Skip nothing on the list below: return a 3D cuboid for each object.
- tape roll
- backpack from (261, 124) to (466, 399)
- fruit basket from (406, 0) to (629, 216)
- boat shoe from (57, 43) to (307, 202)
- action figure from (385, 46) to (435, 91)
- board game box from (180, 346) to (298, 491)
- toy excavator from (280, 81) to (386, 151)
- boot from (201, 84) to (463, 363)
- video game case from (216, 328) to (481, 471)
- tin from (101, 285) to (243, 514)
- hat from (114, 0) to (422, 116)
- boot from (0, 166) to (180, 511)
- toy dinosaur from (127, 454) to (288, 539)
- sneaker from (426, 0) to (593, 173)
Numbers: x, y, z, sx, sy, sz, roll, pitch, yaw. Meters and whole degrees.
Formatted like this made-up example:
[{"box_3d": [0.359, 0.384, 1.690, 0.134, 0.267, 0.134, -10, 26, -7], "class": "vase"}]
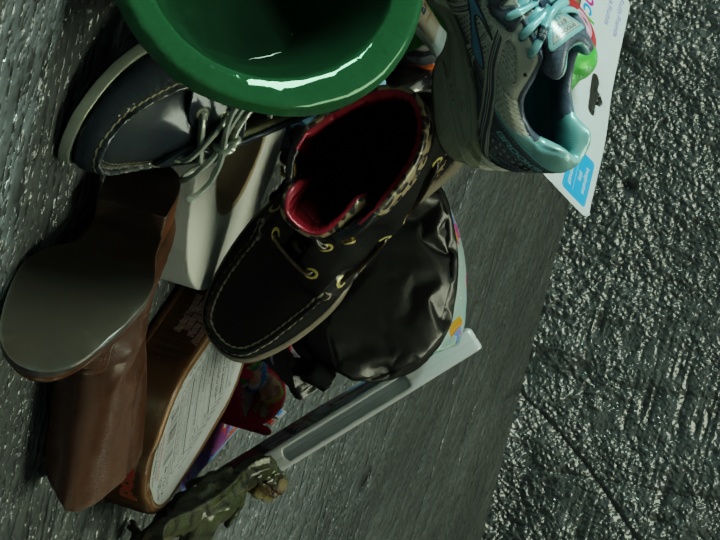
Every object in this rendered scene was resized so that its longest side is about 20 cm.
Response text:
[{"box_3d": [-0.080, -0.089, 1.678, 0.203, 0.037, 0.203, 17, 90, -80], "class": "tape roll"}, {"box_3d": [0.000, 0.000, 1.835, 0.200, 0.126, 0.167, 159, -68, -80], "class": "backpack"}, {"box_3d": [0.090, -0.158, 1.647, 0.094, 0.200, 0.185, -27, -146, 38], "class": "fruit basket"}, {"box_3d": [-0.080, -0.084, 1.503, 0.200, 0.062, 0.075, -25, 153, -57], "class": "boat shoe"}, {"box_3d": [0.017, -0.174, 1.719, 0.200, 0.104, 0.194, -109, -177, -71], "class": "action figure"}, {"box_3d": [-0.070, 0.065, 1.983, 0.200, 0.039, 0.158, -49, 154, -69], "class": "board game box"}, {"box_3d": [0.003, -0.178, 1.861, 0.200, 0.100, 0.195, 63, 43, -64], "class": "toy excavator"}, {"box_3d": [-0.022, -0.029, 1.620, 0.200, 0.073, 0.151, -42, 174, 4], "class": "boot"}, {"box_3d": [-0.016, 0.097, 1.941, 0.200, 0.017, 0.143, -31, -179, -5], "class": "video game case"}, {"box_3d": [-0.110, 0.070, 1.786, 0.200, 0.042, 0.112, -60, 168, -54], "class": "tin"}, {"box_3d": [-0.072, -0.139, 1.492, 0.176, 0.200, 0.166, -24, -111, 60], "class": "hat"}, {"box_3d": [-0.147, 0.066, 1.517, 0.186, 0.064, 0.200, -57, 166, -51], "class": "boot"}, {"box_3d": [-0.112, 0.161, 1.788, 0.088, 0.047, 0.200, -38, 179, 25], "class": "toy dinosaur"}, {"box_3d": [0.082, -0.141, 1.511, 0.078, 0.086, 0.200, -35, 126, -33], "class": "sneaker"}]
